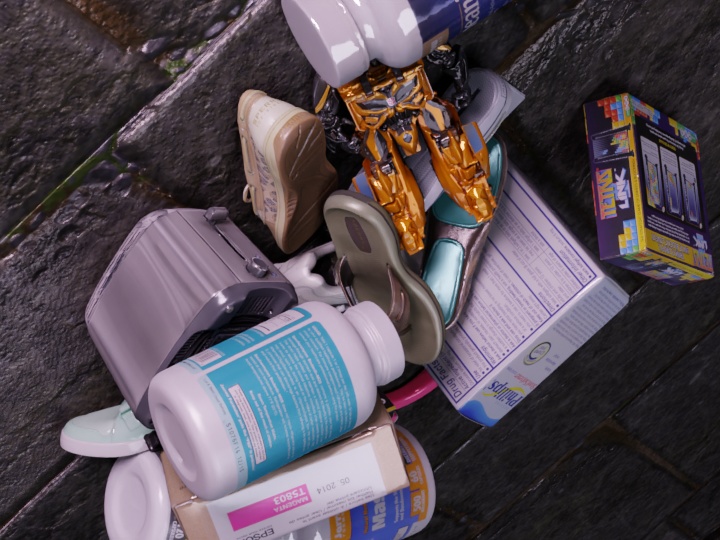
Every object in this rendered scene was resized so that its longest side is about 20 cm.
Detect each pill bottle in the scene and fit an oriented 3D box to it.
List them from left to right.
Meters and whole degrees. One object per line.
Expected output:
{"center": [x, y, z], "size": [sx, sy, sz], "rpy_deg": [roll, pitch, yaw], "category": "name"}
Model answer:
{"center": [-0.139, 0.226, 1.569], "size": [0.198, 0.113, 0.112], "rpy_deg": [4, 132, -38], "category": "pill bottle"}
{"center": [-0.063, 0.096, 1.309], "size": [0.198, 0.111, 0.111], "rpy_deg": [-25, 150, -23], "category": "pill bottle"}
{"center": [-0.036, 0.219, 1.508], "size": [0.198, 0.112, 0.113], "rpy_deg": [-14, 145, -37], "category": "pill bottle"}
{"center": [0.043, -0.226, 1.234], "size": [0.199, 0.111, 0.111], "rpy_deg": [-33, 152, -10], "category": "pill bottle"}

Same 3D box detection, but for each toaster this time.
{"center": [-0.152, 0.041, 1.380], "size": [0.113, 0.130, 0.201], "rpy_deg": [0, 134, -48], "category": "toaster"}

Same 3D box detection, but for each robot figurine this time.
{"center": [0.042, -0.114, 1.385], "size": [0.144, 0.058, 0.201], "rpy_deg": [-25, 129, 4], "category": "robot figurine"}

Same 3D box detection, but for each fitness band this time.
{"center": [0.039, 0.115, 1.821], "size": [0.144, 0.038, 0.199], "rpy_deg": [-49, 152, 19], "category": "fitness band"}

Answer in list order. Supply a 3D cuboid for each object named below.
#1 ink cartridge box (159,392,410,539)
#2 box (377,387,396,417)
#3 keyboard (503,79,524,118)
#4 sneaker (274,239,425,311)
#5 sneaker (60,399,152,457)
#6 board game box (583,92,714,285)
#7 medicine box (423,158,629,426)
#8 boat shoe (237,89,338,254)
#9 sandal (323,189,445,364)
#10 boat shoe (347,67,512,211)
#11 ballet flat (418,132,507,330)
{"center": [-0.073, 0.153, 1.416], "size": [0.198, 0.165, 0.076], "rpy_deg": [-20, 120, -4], "category": "ink cartridge box"}
{"center": [-0.060, 0.225, 1.761], "size": [0.159, 0.049, 0.201], "rpy_deg": [-17, 143, -41], "category": "box"}
{"center": [0.079, -0.105, 1.571], "size": [0.200, 0.011, 0.056], "rpy_deg": [-45, 157, 14], "category": "keyboard"}
{"center": [0.000, 0.000, 1.533], "size": [0.199, 0.076, 0.081], "rpy_deg": [-16, 164, -41], "category": "sneaker"}
{"center": [-0.193, 0.100, 1.509], "size": [0.198, 0.074, 0.120], "rpy_deg": [-13, 107, 0], "category": "sneaker"}
{"center": [0.306, -0.081, 1.709], "size": [0.056, 0.168, 0.199], "rpy_deg": [-10, 166, 31], "category": "board game box"}
{"center": [0.134, 0.020, 1.633], "size": [0.200, 0.183, 0.103], "rpy_deg": [-43, 152, 9], "category": "medicine box"}
{"center": [-0.065, -0.085, 1.383], "size": [0.073, 0.062, 0.201], "rpy_deg": [-45, 160, -22], "category": "boat shoe"}
{"center": [0.012, 0.015, 1.437], "size": [0.202, 0.079, 0.058], "rpy_deg": [60, 43, -37], "category": "sandal"}
{"center": [0.069, -0.099, 1.492], "size": [0.200, 0.074, 0.067], "rpy_deg": [-42, 159, 18], "category": "boat shoe"}
{"center": [0.093, -0.038, 1.568], "size": [0.067, 0.067, 0.202], "rpy_deg": [6, 104, -79], "category": "ballet flat"}
